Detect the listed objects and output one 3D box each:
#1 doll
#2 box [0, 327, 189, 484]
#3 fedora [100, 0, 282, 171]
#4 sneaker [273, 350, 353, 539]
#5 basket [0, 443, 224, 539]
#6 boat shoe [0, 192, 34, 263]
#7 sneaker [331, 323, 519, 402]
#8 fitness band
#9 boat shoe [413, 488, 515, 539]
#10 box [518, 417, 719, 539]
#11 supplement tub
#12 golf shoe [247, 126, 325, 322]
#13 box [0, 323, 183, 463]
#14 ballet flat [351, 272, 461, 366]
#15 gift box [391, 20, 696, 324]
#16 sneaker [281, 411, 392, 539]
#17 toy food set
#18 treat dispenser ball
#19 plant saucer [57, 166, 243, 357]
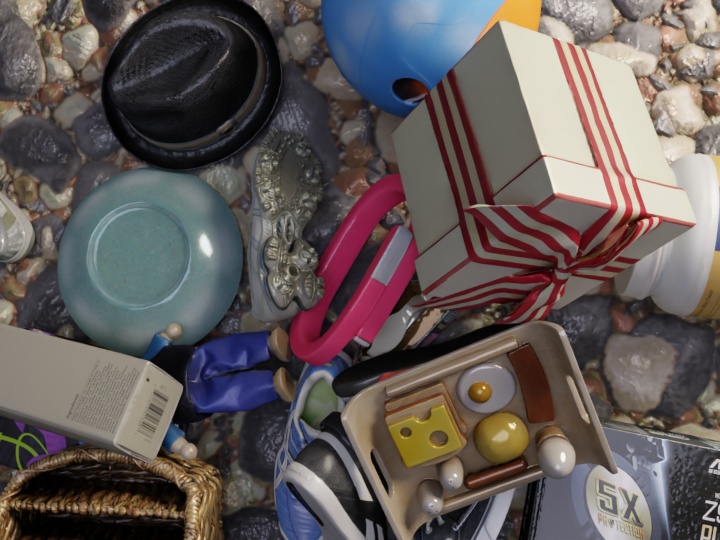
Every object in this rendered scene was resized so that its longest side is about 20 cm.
[{"bbox_3d":[-0.164,0.115,0.811,0.198,0.048,0.138,-12,68,11],"label":"doll"},{"bbox_3d":[-0.277,0.152,0.872,0.198,0.036,0.144,13,90,6],"label":"box"},{"bbox_3d":[-0.182,-0.200,0.843,0.199,0.092,0.203,0,87,7],"label":"fedora"},{"bbox_3d":[-0.050,0.176,0.822,0.075,0.077,0.202,7,90,6],"label":"sneaker"},{"bbox_3d":[-0.238,0.238,0.775,0.198,0.149,0.144,3,92,9],"label":"basket"},{"bbox_3d":[-0.433,-0.086,0.885,0.074,0.065,0.202,-45,83,3],"label":"boat shoe"},{"bbox_3d":[0.076,0.124,0.781,0.200,0.067,0.109,-13,100,-20],"label":"sneaker"},{"bbox_3d":[0.000,0.000,0.793,0.037,0.144,0.201,31,91,-22],"label":"fitness band"},{"bbox_3d":[0.083,0.262,0.809,0.067,0.072,0.201,30,99,6],"label":"boat shoe"},{"bbox_3d":[0.256,0.229,0.777,0.198,0.086,0.165,11,89,8],"label":"box"},{"bbox_3d":[0.338,-0.026,0.747,0.198,0.144,0.146,6,89,7],"label":"supplement tub"},{"bbox_3d":[-0.089,-0.044,0.838,0.078,0.097,0.202,15,62,-29],"label":"golf shoe"},{"bbox_3d":[-0.273,0.112,0.786,0.199,0.068,0.083,11,68,26],"label":"box"},{"bbox_3d":[0.059,0.032,0.816,0.069,0.071,0.201,37,92,14],"label":"ballet flat"},{"bbox_3d":[0.130,-0.065,0.693,0.199,0.185,0.188,3,61,-29],"label":"gift box"},{"bbox_3d":[0.011,0.209,0.787,0.073,0.201,0.112,21,59,39],"label":"sneaker"},{"bbox_3d":[0.099,0.144,0.707,0.199,0.060,0.144,-23,106,9],"label":"toy food set"},{"bbox_3d":[0.063,-0.238,0.761,0.199,0.201,0.203,0,88,7],"label":"treat dispenser ball"},{"bbox_3d":[-0.221,-0.013,0.858,0.199,0.039,0.203,-1,80,5],"label":"plant saucer"}]
